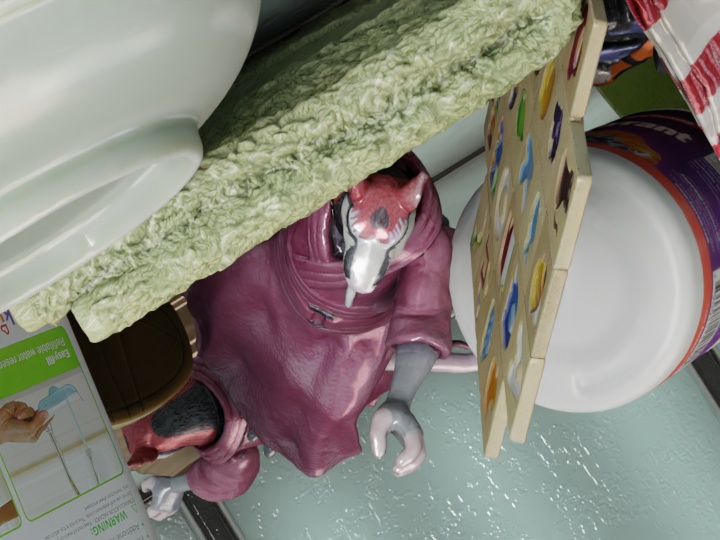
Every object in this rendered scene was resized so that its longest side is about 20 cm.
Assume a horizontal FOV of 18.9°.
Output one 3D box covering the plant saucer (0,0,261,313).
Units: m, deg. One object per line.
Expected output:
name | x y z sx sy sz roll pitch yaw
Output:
plant saucer | -0.099 -0.024 0.586 0.199 0.050 0.200 -32 175 -3

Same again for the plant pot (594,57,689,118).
plant pot | 0.250 -0.133 1.158 0.200 0.187 0.187 -50 170 18

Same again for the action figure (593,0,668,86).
action figure | 0.109 -0.123 0.895 0.198 0.105 0.194 -6 161 -12

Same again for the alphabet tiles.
alphabet tiles | 0.058 -0.041 0.739 0.201 0.006 0.167 -89 -171 -57

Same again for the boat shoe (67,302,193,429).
boat shoe | -0.154 0.048 0.873 0.199 0.074 0.066 -12 165 -48

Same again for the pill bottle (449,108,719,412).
pill bottle | 0.127 -0.013 0.969 0.111 0.112 0.200 -35 174 28

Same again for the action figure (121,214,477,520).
action figure | -0.031 0.053 0.995 0.148 0.135 0.199 12 -152 39

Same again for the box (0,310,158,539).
box | -0.154 0.104 0.681 0.096 0.178 0.200 -22 -178 29

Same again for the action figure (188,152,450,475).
action figure | 0.000 0.000 0.849 0.149 0.134 0.200 -45 176 -29

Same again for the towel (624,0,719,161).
towel | 0.175 -0.116 0.820 0.144 0.023 0.200 -34 131 6

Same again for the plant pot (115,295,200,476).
plant pot | -0.084 0.046 1.130 0.200 0.093 0.201 -33 174 -4

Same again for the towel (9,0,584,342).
towel | -0.024 -0.049 0.709 0.199 0.037 0.148 -31 -165 4
